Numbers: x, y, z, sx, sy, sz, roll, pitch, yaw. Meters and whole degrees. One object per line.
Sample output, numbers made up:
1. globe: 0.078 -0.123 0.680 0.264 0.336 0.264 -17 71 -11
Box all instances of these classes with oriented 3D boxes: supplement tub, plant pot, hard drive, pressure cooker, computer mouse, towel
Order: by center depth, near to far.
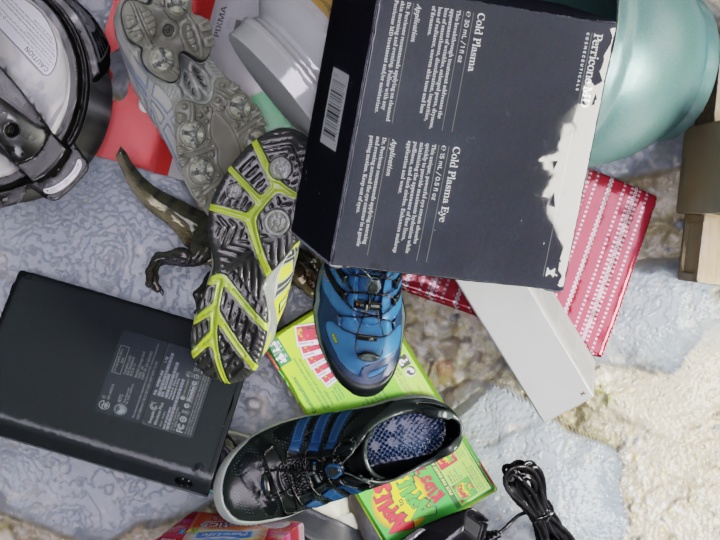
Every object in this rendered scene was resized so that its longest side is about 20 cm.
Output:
1. supplement tub: 0.014 -0.195 1.577 0.200 0.145 0.145 -40 92 -6
2. pressure cooker: -0.282 -0.136 1.578 0.175 0.200 0.180 3 90 3
3. plant pot: 0.193 -0.170 1.618 0.134 0.200 0.202 9 91 -30
4. hard drive: -0.195 0.086 1.632 0.199 0.033 0.140 17 54 0
5. computer mouse: 0.079 0.242 1.662 0.200 0.046 0.141 -40 129 -6
6. towel: 0.126 -0.028 1.688 0.199 0.022 0.145 20 89 -4

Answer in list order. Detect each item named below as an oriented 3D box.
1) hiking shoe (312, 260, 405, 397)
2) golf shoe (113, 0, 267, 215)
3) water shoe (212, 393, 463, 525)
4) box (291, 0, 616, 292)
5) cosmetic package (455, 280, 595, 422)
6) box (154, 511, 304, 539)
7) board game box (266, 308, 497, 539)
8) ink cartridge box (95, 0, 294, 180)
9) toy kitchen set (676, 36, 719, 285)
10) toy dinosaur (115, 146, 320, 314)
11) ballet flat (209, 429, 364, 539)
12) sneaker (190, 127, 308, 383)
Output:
1. hiking shoe: 0.000 0.000 1.601 0.074 0.087 0.201 -1 95 -2
2. golf shoe: -0.133 -0.130 1.625 0.078 0.097 0.201 -26 104 -21
3. water shoe: -0.018 0.140 1.596 0.199 0.079 0.072 -21 93 -11
4. box: 0.064 -0.099 1.484 0.181 0.104 0.201 7 102 -19
5. cosmetic package: 0.113 0.014 1.626 0.050 0.083 0.201 -30 100 13
6. box: -0.101 0.298 1.618 0.099 0.095 0.201 3 103 21
7. board game box: 0.014 0.115 1.673 0.101 0.048 0.201 -32 92 -1
8. ink cartridge box: -0.115 -0.146 1.664 0.199 0.050 0.162 15 90 -5
9. toy kitchen set: 0.355 -0.081 1.626 0.179 0.163 0.201 7 91 -2
10. toy dinosaur: -0.125 -0.012 1.662 0.199 0.047 0.088 29 87 -11
11. ballet flat: -0.057 0.180 1.662 0.199 0.073 0.073 32 90 0
12. sneaker: -0.083 -0.016 1.601 0.075 0.076 0.201 20 100 4
